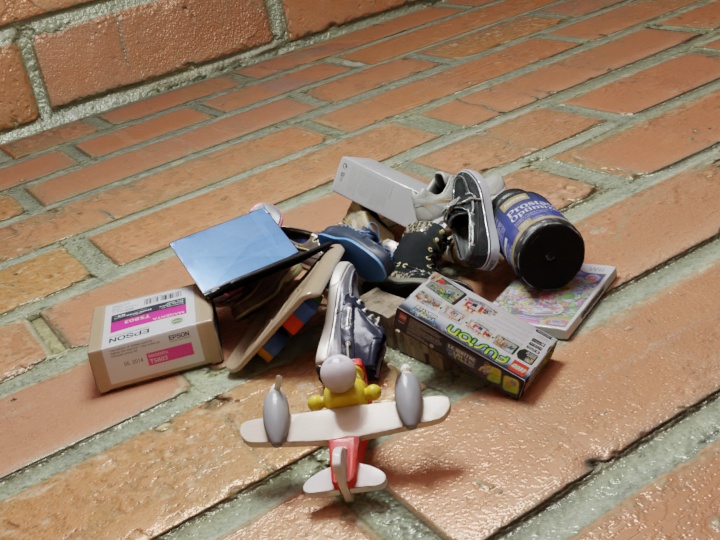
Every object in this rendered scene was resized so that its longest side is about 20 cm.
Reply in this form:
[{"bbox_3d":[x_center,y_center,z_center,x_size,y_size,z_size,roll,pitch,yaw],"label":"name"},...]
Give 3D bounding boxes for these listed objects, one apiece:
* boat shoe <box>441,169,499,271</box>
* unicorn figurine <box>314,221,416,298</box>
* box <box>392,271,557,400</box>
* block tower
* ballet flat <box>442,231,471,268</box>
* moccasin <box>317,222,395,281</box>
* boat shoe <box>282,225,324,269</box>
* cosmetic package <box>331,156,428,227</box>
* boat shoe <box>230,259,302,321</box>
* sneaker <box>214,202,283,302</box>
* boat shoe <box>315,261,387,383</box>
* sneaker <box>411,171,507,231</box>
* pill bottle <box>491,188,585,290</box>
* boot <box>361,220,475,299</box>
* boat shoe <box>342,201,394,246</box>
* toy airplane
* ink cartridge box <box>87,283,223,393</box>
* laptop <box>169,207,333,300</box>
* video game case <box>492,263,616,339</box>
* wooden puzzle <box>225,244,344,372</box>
[{"bbox_3d":[0.165,-0.086,1.543,0.067,0.074,0.202,12,51,-23],"label":"boat shoe"},{"bbox_3d":[0.000,0.000,1.625,0.135,0.075,0.201,10,46,23],"label":"unicorn figurine"},{"bbox_3d":[0.153,0.083,1.307,0.198,0.035,0.110,30,41,21],"label":"box"},{"bbox_3d":[0.070,0.083,1.418,0.053,0.059,0.199,-26,30,-30],"label":"block tower"},{"bbox_3d":[0.172,-0.051,1.651,0.071,0.069,0.200,-10,21,21],"label":"ballet flat"},{"bbox_3d":[0.000,-0.044,1.538,0.068,0.082,0.199,-30,32,-20],"label":"moccasin"},{"bbox_3d":[-0.080,-0.042,1.748,0.197,0.061,0.071,10,32,40],"label":"boat shoe"},{"bbox_3d":[0.057,-0.141,1.786,0.198,0.075,0.101,30,19,30],"label":"cosmetic package"},{"bbox_3d":[-0.167,0.019,1.623,0.071,0.068,0.200,-30,10,32],"label":"boat shoe"},{"bbox_3d":[-0.204,-0.021,1.722,0.201,0.078,0.096,-53,-5,-16],"label":"sneaker"},{"bbox_3d":[-0.002,0.075,1.403,0.091,0.075,0.203,0,55,13],"label":"boat shoe"},{"bbox_3d":[0.169,-0.134,1.656,0.198,0.094,0.075,-29,15,-32],"label":"sneaker"},{"bbox_3d":[0.265,-0.056,1.515,0.110,0.114,0.201,-13,24,-4],"label":"pill bottle"},{"bbox_3d":[0.113,-0.009,1.527,0.201,0.074,0.155,4,47,40],"label":"boot"},{"bbox_3d":[0.008,-0.071,1.777,0.065,0.072,0.200,-50,24,10],"label":"boat shoe"},{"bbox_3d":[-0.021,0.172,1.160,0.198,0.144,0.197,-28,29,-32],"label":"toy airplane"},{"bbox_3d":[-0.322,0.100,1.537,0.196,0.077,0.165,-14,23,-7],"label":"ink cartridge box"},{"bbox_3d":[-0.177,-0.042,1.546,0.185,0.118,0.199,-23,0,-28],"label":"laptop"},{"bbox_3d":[0.283,0.038,1.460,0.141,0.018,0.200,6,29,35],"label":"video game case"},{"bbox_3d":[-0.105,0.063,1.478,0.199,0.046,0.186,-42,10,25],"label":"wooden puzzle"}]
